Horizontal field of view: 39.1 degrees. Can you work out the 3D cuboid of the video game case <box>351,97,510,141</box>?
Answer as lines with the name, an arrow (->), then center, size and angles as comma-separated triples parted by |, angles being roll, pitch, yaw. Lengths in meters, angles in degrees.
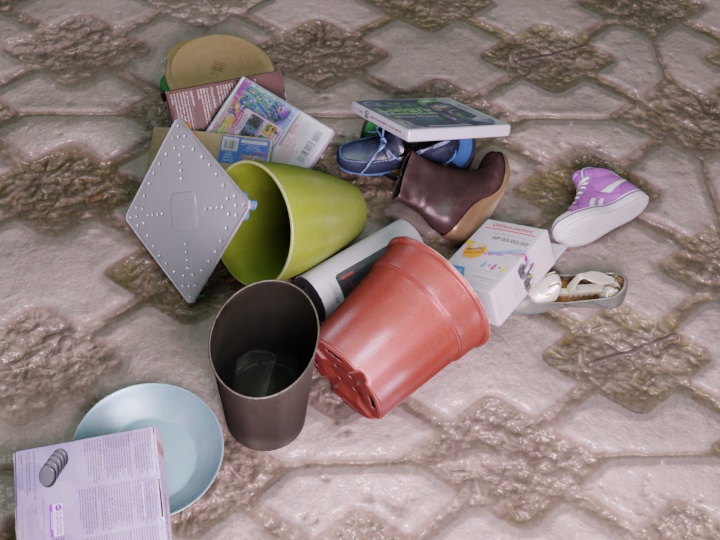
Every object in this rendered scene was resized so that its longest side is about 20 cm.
video game case -> 0.114, -0.250, 1.664 | 0.199, 0.023, 0.182 | -8, 26, -29

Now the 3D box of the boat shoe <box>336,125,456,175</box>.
boat shoe -> 0.058, -0.210, 1.668 | 0.199, 0.069, 0.084 | -12, 62, -9

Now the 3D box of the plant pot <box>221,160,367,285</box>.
plant pot -> -0.090, -0.081, 1.536 | 0.200, 0.187, 0.187 | -12, 51, -44

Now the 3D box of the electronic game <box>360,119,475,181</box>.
electronic game -> 0.099, -0.221, 1.741 | 0.199, 0.042, 0.201 | 2, 53, -3

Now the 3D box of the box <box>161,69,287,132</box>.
box -> -0.224, -0.268, 1.699 | 0.199, 0.075, 0.101 | -13, 100, -14

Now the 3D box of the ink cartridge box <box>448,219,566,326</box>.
ink cartridge box -> 0.215, -0.012, 1.549 | 0.115, 0.068, 0.200 | 14, 47, 41

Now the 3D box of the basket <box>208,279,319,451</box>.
basket -> -0.126, 0.144, 1.340 | 0.135, 0.200, 0.181 | 10, 51, 3

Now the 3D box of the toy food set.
toy food set -> -0.253, -0.344, 1.797 | 0.199, 0.049, 0.199 | 3, 53, -3

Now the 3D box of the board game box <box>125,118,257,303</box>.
board game box -> -0.256, -0.089, 1.519 | 0.026, 0.200, 0.200 | -6, 48, -51

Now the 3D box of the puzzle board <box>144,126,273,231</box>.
puzzle board -> -0.245, -0.146, 1.616 | 0.199, 0.017, 0.151 | 7, 80, 8

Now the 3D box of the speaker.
speaker -> 0.000, 0.000, 1.539 | 0.200, 0.081, 0.081 | -29, 61, -25

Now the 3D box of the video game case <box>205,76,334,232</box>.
video game case -> -0.169, -0.186, 1.634 | 0.182, 0.024, 0.200 | 32, 85, 11

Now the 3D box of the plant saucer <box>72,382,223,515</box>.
plant saucer -> -0.282, 0.245, 1.350 | 0.200, 0.039, 0.202 | 3, 54, -3

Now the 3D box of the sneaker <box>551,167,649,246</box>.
sneaker -> 0.365, -0.110, 1.670 | 0.200, 0.073, 0.114 | -20, 53, -32

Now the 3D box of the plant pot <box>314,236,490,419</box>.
plant pot -> 0.042, 0.090, 1.415 | 0.201, 0.201, 0.195 | 40, 67, 23

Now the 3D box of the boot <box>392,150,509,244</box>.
boot -> 0.149, -0.150, 1.637 | 0.166, 0.072, 0.200 | 33, 59, -17

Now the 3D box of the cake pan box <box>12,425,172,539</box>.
cake pan box -> -0.328, 0.305, 1.251 | 0.183, 0.052, 0.201 | -13, 66, 1

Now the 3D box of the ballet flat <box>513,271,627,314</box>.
ballet flat -> 0.313, 0.025, 1.559 | 0.199, 0.064, 0.068 | -1, 53, -6
